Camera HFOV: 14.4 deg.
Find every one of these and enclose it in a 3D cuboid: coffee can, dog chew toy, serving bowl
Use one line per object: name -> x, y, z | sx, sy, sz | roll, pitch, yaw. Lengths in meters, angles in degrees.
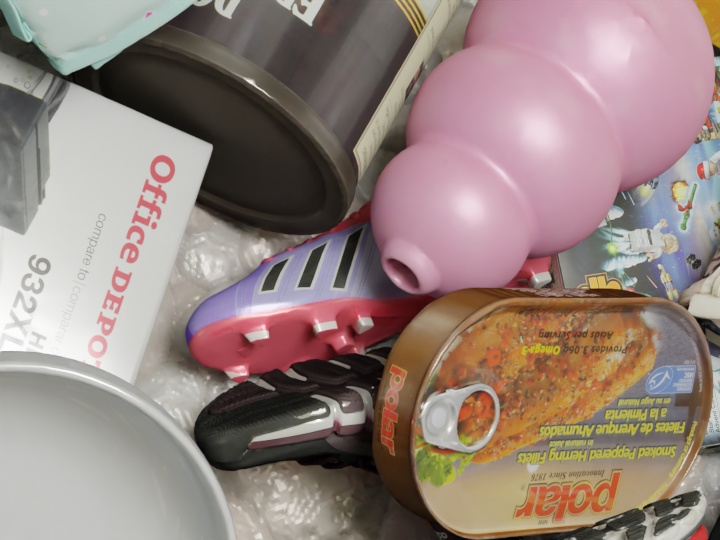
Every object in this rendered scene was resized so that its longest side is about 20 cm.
coffee can -> -0.026, -0.140, 1.355 | 0.146, 0.146, 0.201 | 34, 66, -10
dog chew toy -> 0.079, -0.063, 1.344 | 0.125, 0.124, 0.200 | 45, 64, -5
serving bowl -> -0.154, 0.121, 1.247 | 0.199, 0.066, 0.201 | -2, 112, -6

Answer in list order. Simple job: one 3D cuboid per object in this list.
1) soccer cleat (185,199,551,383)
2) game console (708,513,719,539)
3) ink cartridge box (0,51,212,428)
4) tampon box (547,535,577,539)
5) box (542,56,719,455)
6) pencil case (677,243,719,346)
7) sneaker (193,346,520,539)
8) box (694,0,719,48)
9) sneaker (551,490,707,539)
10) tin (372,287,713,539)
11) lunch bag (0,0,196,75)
soccer cleat -> 0.000, 0.000, 1.379 | 0.199, 0.067, 0.077 | -13, 66, -25
game console -> 0.264, 0.159, 1.435 | 0.175, 0.116, 0.201 | 24, 77, 13
ink cartridge box -> -0.186, -0.023, 1.294 | 0.199, 0.084, 0.146 | 23, 69, -15
tampon box -> 0.038, 0.202, 1.243 | 0.149, 0.200, 0.127 | -22, 85, -7
box -> 0.154, -0.005, 1.449 | 0.136, 0.040, 0.201 | -8, 79, -22
pencil case -> 0.231, -0.044, 1.406 | 0.089, 0.078, 0.201 | 40, 75, -36
sneaker -> 0.022, 0.096, 1.340 | 0.199, 0.076, 0.116 | -14, 105, -24
box -> 0.161, -0.188, 1.480 | 0.199, 0.042, 0.119 | 28, 46, -11
sneaker -> 0.130, 0.156, 1.308 | 0.077, 0.200, 0.085 | -19, 76, -4
tin -> 0.085, 0.064, 1.319 | 0.199, 0.042, 0.113 | 1, 97, -43
lunch bag -> -0.111, -0.208, 1.232 | 0.200, 0.122, 0.171 | -52, 129, -23
